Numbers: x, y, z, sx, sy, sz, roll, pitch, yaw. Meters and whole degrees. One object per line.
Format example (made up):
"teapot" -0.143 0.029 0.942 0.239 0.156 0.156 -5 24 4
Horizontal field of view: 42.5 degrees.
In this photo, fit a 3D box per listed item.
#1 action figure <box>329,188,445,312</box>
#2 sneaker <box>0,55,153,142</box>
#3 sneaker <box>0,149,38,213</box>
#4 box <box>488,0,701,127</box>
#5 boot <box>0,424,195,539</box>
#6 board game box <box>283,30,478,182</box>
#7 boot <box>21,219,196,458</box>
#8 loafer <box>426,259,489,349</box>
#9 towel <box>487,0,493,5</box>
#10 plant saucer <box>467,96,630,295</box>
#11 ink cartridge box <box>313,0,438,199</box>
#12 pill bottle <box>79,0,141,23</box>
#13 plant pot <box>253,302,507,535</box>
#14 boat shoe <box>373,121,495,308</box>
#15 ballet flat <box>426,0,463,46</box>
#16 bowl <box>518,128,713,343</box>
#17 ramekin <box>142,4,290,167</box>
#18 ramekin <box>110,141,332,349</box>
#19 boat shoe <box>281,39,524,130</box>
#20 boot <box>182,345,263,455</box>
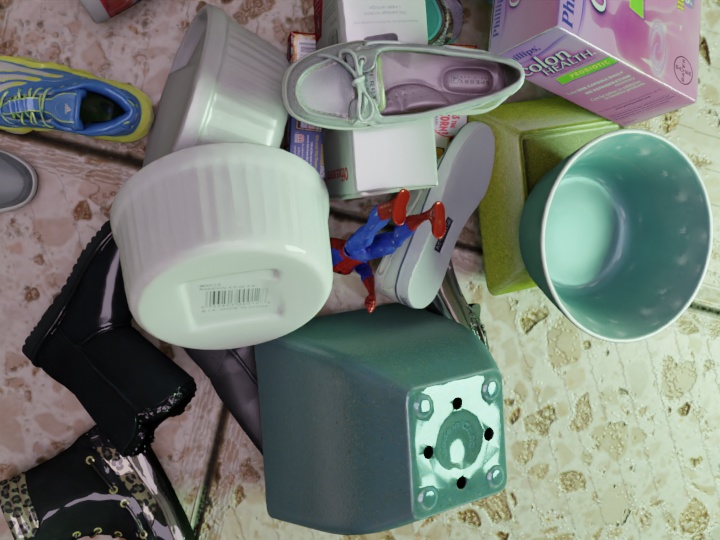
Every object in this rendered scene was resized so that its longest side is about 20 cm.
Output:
"action figure" 0.000 0.000 0.882 0.065 0.200 0.100 19 70 -24
"sneaker" -0.301 -0.169 0.892 0.197 0.105 0.077 4 94 -10
"sneaker" -0.414 -0.096 0.872 0.198 0.121 0.085 7 94 -10
"box" 0.236 -0.266 0.914 0.198 0.096 0.178 17 73 -30
"boot" -0.263 0.265 0.952 0.153 0.073 0.205 -27 91 -9
"board game box" 0.020 -0.165 0.976 0.197 0.046 0.154 2 94 -10
"boot" -0.220 0.062 0.914 0.168 0.076 0.201 38 95 13
"loafer" 0.103 0.036 0.999 0.063 0.072 0.201 -30 97 -11
"towel" 0.145 -0.321 0.949 0.199 0.048 0.113 28 67 -27
"plant saucer" 0.222 -0.085 0.994 0.198 0.048 0.203 -11 99 -20
"ink cartridge box" 0.010 -0.171 0.875 0.082 0.145 0.203 -6 95 -11
"pill bottle" -0.199 -0.334 0.891 0.199 0.111 0.111 -32 99 -5
"plant pot" 0.033 0.147 0.897 0.194 0.199 0.199 -8 97 -34
"boat shoe" 0.070 -0.062 0.939 0.071 0.069 0.202 29 82 -49
"ballet flat" 0.051 -0.316 0.956 0.071 0.072 0.202 -22 78 -7
"bowl" 0.237 -0.036 0.922 0.199 0.105 0.203 -2 95 -22
"ramekin" -0.137 -0.140 0.882 0.093 0.202 0.205 16 92 -21
"ramekin" -0.118 -0.012 0.822 0.198 0.201 0.099 -7 59 -9
"boat shoe" 0.035 -0.157 0.773 0.199 0.065 0.075 -2 94 -11
"boot" -0.075 0.098 0.974 0.164 0.066 0.201 -37 99 -3
